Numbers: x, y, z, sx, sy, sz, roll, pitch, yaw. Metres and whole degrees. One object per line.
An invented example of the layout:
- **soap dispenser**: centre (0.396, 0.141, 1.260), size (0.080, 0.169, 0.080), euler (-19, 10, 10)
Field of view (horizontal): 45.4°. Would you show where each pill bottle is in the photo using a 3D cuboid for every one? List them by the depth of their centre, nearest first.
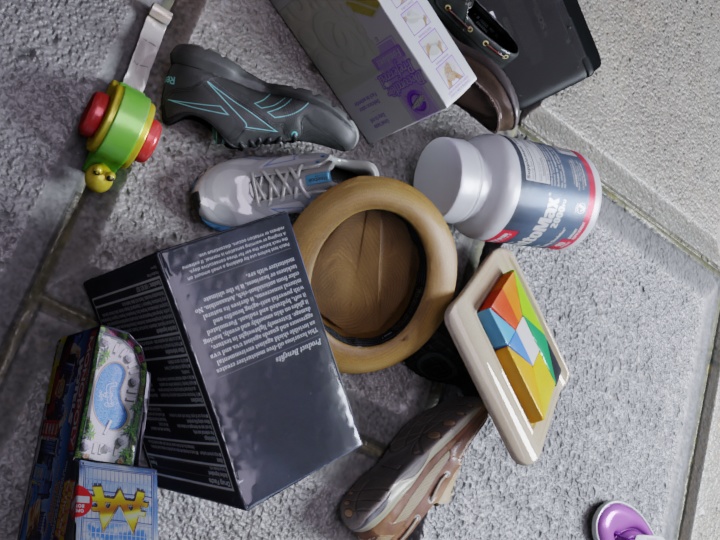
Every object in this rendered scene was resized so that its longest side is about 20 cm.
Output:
- **pill bottle**: centre (0.165, -0.091, 0.982), size (0.198, 0.119, 0.121), euler (5, 80, -31)

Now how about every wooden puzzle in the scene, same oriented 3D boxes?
- **wooden puzzle**: centre (0.170, 0.083, 0.932), size (0.187, 0.037, 0.200), euler (63, 31, -7)

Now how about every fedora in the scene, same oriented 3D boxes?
- **fedora**: centre (0.000, 0.000, 0.867), size (0.198, 0.082, 0.203), euler (-5, 109, -15)

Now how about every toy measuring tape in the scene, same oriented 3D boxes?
- **toy measuring tape**: centre (-0.204, -0.164, 0.784), size (0.073, 0.073, 0.202), euler (26, 70, -27)

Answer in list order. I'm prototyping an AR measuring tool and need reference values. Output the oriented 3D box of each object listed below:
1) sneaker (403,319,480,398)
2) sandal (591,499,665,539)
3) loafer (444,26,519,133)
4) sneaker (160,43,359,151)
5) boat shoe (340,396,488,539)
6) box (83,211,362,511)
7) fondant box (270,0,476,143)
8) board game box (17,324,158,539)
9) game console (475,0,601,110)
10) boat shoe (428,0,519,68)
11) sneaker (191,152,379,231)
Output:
- **sneaker**: centre (0.117, 0.087, 0.963), size (0.199, 0.075, 0.092), euler (36, 56, -31)
- **sandal**: centre (0.366, 0.366, 1.086), size (0.203, 0.050, 0.083), euler (50, 61, -17)
- **loafer**: centre (0.092, -0.215, 0.960), size (0.071, 0.073, 0.200), euler (-41, 72, -16)
- **sneaker**: centre (-0.099, -0.149, 0.846), size (0.198, 0.075, 0.080), euler (20, 84, -10)
- **boat shoe**: centre (0.065, 0.213, 0.907), size (0.200, 0.076, 0.072), euler (-40, 108, -21)
- **box**: centre (-0.121, 0.075, 0.727), size (0.122, 0.199, 0.201), euler (-20, 95, -33)
- **fondant box**: centre (0.008, -0.243, 0.887), size (0.058, 0.144, 0.201), euler (-46, 107, -29)
- **board game box**: centre (-0.203, 0.149, 0.662), size (0.061, 0.199, 0.203), euler (14, 76, -29)
- **game console**: centre (0.219, -0.327, 1.111), size (0.174, 0.116, 0.202), euler (-26, 98, -2)
- **boat shoe**: centre (0.107, -0.313, 1.000), size (0.201, 0.063, 0.074), euler (45, 38, -20)
- **sneaker**: centre (-0.069, -0.088, 0.851), size (0.198, 0.086, 0.076), euler (-14, 92, -32)
